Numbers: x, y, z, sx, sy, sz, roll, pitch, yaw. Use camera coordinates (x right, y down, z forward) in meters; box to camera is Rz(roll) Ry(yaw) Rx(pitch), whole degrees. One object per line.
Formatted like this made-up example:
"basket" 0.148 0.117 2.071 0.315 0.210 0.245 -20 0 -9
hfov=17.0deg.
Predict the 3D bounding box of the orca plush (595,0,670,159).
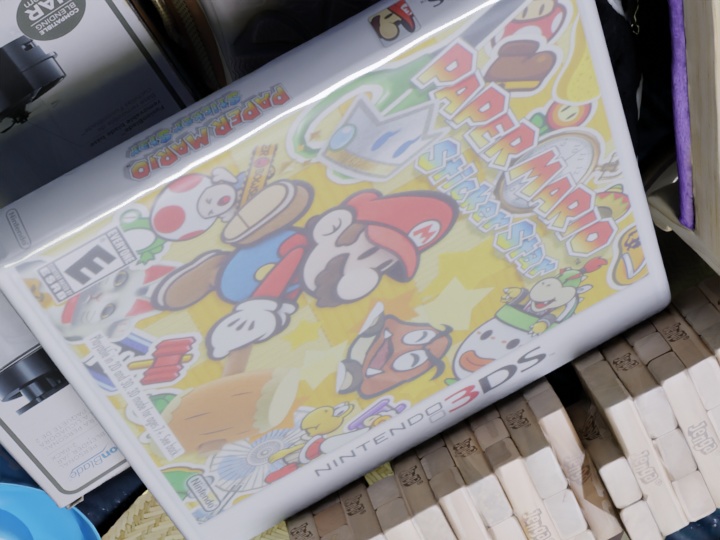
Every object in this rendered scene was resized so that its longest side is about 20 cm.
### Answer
"orca plush" 0.066 -0.077 0.761 0.105 0.071 0.201 -11 130 -17

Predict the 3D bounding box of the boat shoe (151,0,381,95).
"boat shoe" -0.030 -0.092 0.705 0.076 0.072 0.200 -33 128 -13

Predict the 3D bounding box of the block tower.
"block tower" 0.075 0.063 0.801 0.199 0.058 0.054 -27 112 1

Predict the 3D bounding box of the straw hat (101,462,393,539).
"straw hat" -0.002 0.151 0.868 0.200 0.085 0.202 -6 111 -15

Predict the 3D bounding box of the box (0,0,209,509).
"box" -0.099 -0.028 0.730 0.116 0.060 0.200 -33 132 2

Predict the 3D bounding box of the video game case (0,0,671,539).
"video game case" 0.000 0.000 0.725 0.182 0.023 0.200 -29 147 -2

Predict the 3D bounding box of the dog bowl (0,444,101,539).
"dog bowl" -0.185 0.098 0.798 0.199 0.050 0.112 1 126 -27

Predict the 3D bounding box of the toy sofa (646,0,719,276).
"toy sofa" 0.125 -0.098 0.748 0.083 0.098 0.201 -25 134 -15

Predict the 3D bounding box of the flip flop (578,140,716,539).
"flip flop" 0.112 0.046 0.862 0.081 0.058 0.201 22 90 -37
